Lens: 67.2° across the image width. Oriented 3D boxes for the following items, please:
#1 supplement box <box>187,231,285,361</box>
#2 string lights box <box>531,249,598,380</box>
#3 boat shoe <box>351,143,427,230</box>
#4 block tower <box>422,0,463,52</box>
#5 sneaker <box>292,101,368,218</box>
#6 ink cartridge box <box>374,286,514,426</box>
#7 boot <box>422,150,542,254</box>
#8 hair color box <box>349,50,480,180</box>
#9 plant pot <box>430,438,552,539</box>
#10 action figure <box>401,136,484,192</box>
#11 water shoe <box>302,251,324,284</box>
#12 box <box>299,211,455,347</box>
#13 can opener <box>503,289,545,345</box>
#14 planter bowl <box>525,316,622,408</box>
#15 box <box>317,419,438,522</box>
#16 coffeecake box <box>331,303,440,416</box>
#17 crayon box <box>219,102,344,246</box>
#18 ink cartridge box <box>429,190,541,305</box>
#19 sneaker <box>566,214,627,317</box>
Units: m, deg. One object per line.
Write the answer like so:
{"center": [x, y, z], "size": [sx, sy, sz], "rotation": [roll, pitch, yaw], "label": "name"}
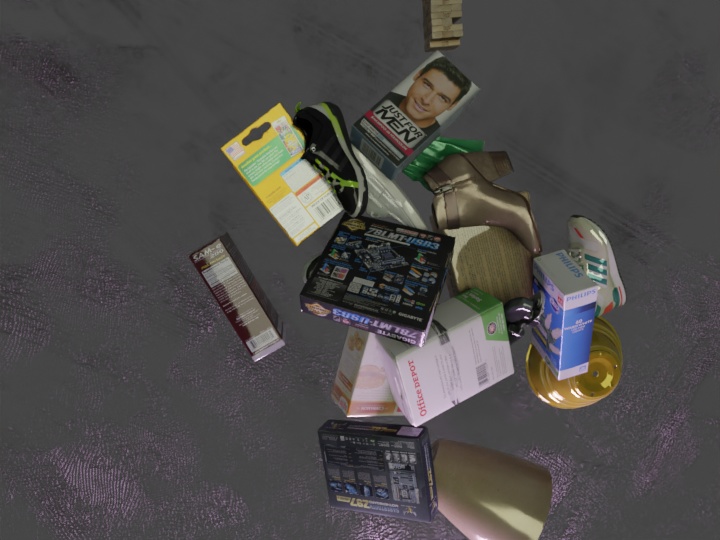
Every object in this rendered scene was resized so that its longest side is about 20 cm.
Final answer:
{"center": [-0.199, 0.040, 0.898], "size": [0.061, 0.109, 0.200], "rotation": [-29, 101, -2], "label": "supplement box"}
{"center": [0.338, 0.077, 0.911], "size": [0.059, 0.103, 0.200], "rotation": [-16, 128, -4], "label": "string lights box"}
{"center": [0.031, -0.128, 0.925], "size": [0.069, 0.072, 0.200], "rotation": [-42, 104, 14], "label": "boat shoe"}
{"center": [0.131, -0.470, 0.887], "size": [0.058, 0.054, 0.200], "rotation": [-8, 101, -7], "label": "block tower"}
{"center": [-0.055, -0.171, 0.854], "size": [0.083, 0.072, 0.200], "rotation": [-17, 81, -26], "label": "sneaker"}
{"center": [0.138, 0.137, 0.882], "size": [0.200, 0.084, 0.146], "rotation": [-23, 117, -15], "label": "ink cartridge box"}
{"center": [0.192, -0.098, 0.882], "size": [0.146, 0.070, 0.200], "rotation": [-21, 85, 1], "label": "boot"}
{"center": [0.087, -0.251, 0.878], "size": [0.099, 0.061, 0.200], "rotation": [44, 76, 5], "label": "hair color box"}
{"center": [0.211, 0.400, 0.994], "size": [0.200, 0.187, 0.187], "rotation": [27, 95, 4], "label": "plant pot"}
{"center": [0.098, -0.196, 0.928], "size": [0.200, 0.055, 0.118], "rotation": [17, 98, -7], "label": "action figure"}
{"center": [0.000, 0.000, 0.934], "size": [0.200, 0.079, 0.072], "rotation": [-4, 100, -7], "label": "water shoe"}
{"center": [0.032, 0.005, 0.861], "size": [0.200, 0.199, 0.050], "rotation": [15, 140, 12], "label": "box"}
{"center": [0.254, 0.091, 0.938], "size": [0.066, 0.200, 0.053], "rotation": [20, 56, -3], "label": "can opener"}
{"center": [0.423, 0.182, 1.021], "size": [0.200, 0.083, 0.201], "rotation": [-1, 99, -8], "label": "planter bowl"}
{"center": [0.030, 0.352, 0.964], "size": [0.200, 0.051, 0.158], "rotation": [-4, 100, 27], "label": "box"}
{"center": [0.052, 0.146, 0.937], "size": [0.153, 0.073, 0.200], "rotation": [8, 105, -29], "label": "coffeecake box"}
{"center": [-0.120, -0.158, 0.905], "size": [0.126, 0.052, 0.200], "rotation": [-38, 103, -1], "label": "crayon box"}
{"center": [0.229, -0.024, 0.964], "size": [0.165, 0.075, 0.200], "rotation": [-17, 101, -6], "label": "ink cartridge box"}
{"center": [0.412, -0.001, 0.995], "size": [0.093, 0.070, 0.200], "rotation": [-29, 105, -8], "label": "sneaker"}
